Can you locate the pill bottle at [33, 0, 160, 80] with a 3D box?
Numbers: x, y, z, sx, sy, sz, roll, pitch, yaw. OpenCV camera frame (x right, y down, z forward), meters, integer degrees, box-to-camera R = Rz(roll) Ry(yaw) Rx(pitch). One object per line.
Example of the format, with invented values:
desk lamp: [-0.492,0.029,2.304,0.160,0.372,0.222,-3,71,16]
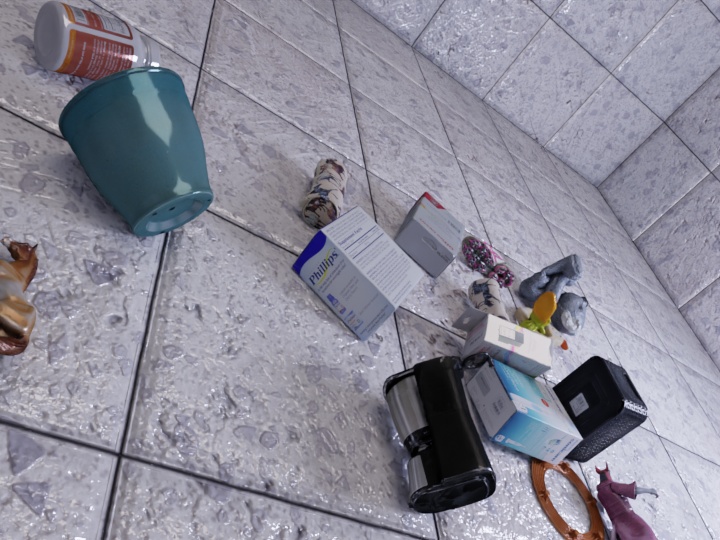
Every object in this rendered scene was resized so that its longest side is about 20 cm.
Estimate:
pill bottle: [-0.469,-0.400,1.114,0.197,0.113,0.113,-3,52,-53]

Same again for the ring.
ring: [0.411,0.449,1.214,0.197,0.019,0.203,31,31,-21]

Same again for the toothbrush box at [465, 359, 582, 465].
toothbrush box: [0.326,0.283,1.237,0.197,0.086,0.148,28,24,-27]

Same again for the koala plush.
koala plush: [0.563,0.091,1.741,0.205,0.180,0.177,67,8,13]

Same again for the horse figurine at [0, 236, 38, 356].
horse figurine: [-0.410,0.030,0.686,0.201,0.050,0.132,54,13,33]

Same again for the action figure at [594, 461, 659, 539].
action figure: [0.515,0.488,1.237,0.145,0.136,0.203,-7,52,-20]

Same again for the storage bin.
storage bin: [0.484,0.296,1.312,0.092,0.201,0.137,21,35,-30]

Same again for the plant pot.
plant pot: [-0.319,-0.165,0.935,0.199,0.198,0.192,-21,82,-58]

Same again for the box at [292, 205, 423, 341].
box: [0.000,0.000,1.190,0.200,0.105,0.184,46,30,3]

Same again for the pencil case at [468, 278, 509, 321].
pencil case: [0.313,0.107,1.457,0.203,0.076,0.090,-100,163,-47]

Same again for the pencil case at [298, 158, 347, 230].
pencil case: [-0.076,-0.172,1.344,0.090,0.077,0.202,47,26,-23]

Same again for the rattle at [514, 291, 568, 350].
rattle: [0.516,0.131,1.639,0.196,0.146,0.131,21,16,-23]

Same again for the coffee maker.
coffee maker: [0.141,0.246,0.962,0.134,0.190,0.203,36,27,-44]

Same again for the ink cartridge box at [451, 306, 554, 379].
ink cartridge box: [0.290,0.159,1.298,0.195,0.118,0.069,22,60,-4]

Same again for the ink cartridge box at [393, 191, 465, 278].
ink cartridge box: [0.176,-0.093,1.550,0.145,0.083,0.201,41,29,-4]

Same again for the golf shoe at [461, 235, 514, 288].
golf shoe: [0.340,-0.033,1.698,0.199,0.072,0.093,40,21,-27]
